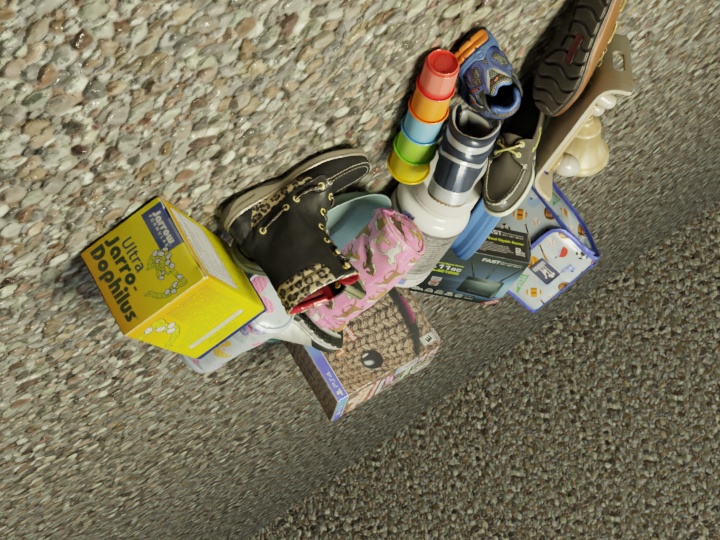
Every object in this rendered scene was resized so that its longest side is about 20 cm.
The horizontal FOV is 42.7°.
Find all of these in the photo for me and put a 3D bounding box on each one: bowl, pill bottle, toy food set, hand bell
[{"bbox_3d":[0.191,-0.111,1.389,0.202,0.039,0.201,-59,-176,6],"label":"bowl"},{"bbox_3d":[0.089,-0.074,1.326,0.113,0.114,0.201,-21,159,-35],"label":"pill bottle"},{"bbox_3d":[0.303,-0.208,1.252,0.201,0.060,0.145,-57,-167,43],"label":"toy food set"},{"bbox_3d":[0.352,-0.251,1.428,0.103,0.104,0.201,-28,149,-16],"label":"hand bell"}]

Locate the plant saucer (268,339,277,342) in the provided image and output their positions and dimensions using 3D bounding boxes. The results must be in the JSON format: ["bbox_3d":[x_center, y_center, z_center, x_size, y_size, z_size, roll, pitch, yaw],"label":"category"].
[{"bbox_3d":[-0.082,0.040,1.446,0.198,0.036,0.200,-31,163,-11],"label":"plant saucer"}]

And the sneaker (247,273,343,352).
[{"bbox_3d":[-0.108,0.068,1.333,0.199,0.074,0.080,31,132,-31],"label":"sneaker"}]

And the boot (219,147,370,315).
[{"bbox_3d":[-0.047,-0.048,1.083,0.198,0.152,0.073,-26,161,-23],"label":"boot"}]

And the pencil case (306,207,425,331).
[{"bbox_3d":[0.000,0.000,1.267,0.082,0.087,0.200,25,126,-33],"label":"pencil case"}]

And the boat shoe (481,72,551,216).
[{"bbox_3d":[0.207,-0.172,1.248,0.203,0.071,0.061,-69,152,-18],"label":"boat shoe"}]

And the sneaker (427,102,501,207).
[{"bbox_3d":[0.139,-0.170,1.175,0.201,0.069,0.110,-65,174,-57],"label":"sneaker"}]

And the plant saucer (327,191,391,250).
[{"bbox_3d":[-0.050,-0.052,1.258,0.199,0.039,0.201,-31,162,-12],"label":"plant saucer"}]

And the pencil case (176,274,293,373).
[{"bbox_3d":[-0.168,0.070,1.218,0.199,0.083,0.091,-29,-159,47],"label":"pencil case"}]

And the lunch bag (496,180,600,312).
[{"bbox_3d":[0.310,-0.051,1.642,0.170,0.201,0.123,-44,160,33],"label":"lunch bag"}]

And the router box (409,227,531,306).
[{"bbox_3d":[0.166,-0.016,1.541,0.197,0.063,0.150,10,147,-13],"label":"router box"}]

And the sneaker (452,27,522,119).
[{"bbox_3d":[0.164,-0.221,1.136,0.075,0.079,0.200,-37,162,13],"label":"sneaker"}]

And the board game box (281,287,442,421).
[{"bbox_3d":[0.000,0.110,1.452,0.198,0.160,0.097,-28,161,-21],"label":"board game box"}]

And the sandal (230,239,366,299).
[{"bbox_3d":[-0.080,0.000,1.156,0.199,0.080,0.058,14,125,-33],"label":"sandal"}]

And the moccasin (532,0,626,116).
[{"bbox_3d":[0.279,-0.287,1.169,0.077,0.073,0.203,-27,143,-44],"label":"moccasin"}]

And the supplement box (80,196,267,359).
[{"bbox_3d":[-0.203,0.016,1.040,0.109,0.109,0.200,-35,162,3],"label":"supplement box"}]

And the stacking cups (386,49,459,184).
[{"bbox_3d":[0.080,-0.188,1.119,0.060,0.061,0.201,-25,156,-25],"label":"stacking cups"}]
